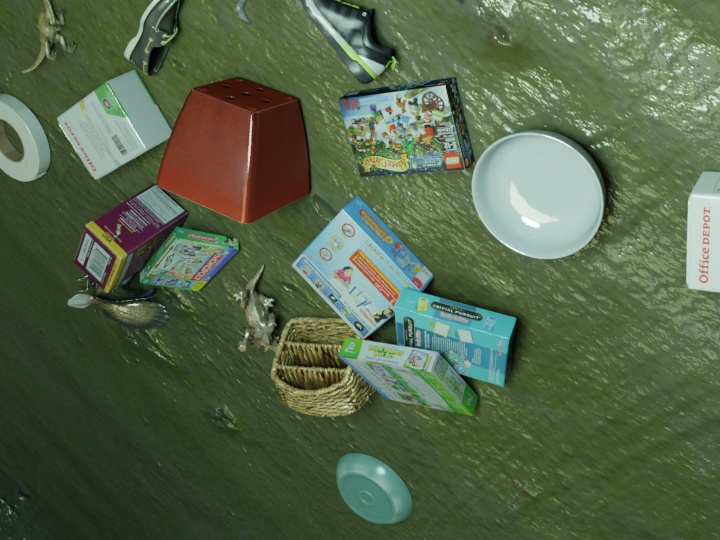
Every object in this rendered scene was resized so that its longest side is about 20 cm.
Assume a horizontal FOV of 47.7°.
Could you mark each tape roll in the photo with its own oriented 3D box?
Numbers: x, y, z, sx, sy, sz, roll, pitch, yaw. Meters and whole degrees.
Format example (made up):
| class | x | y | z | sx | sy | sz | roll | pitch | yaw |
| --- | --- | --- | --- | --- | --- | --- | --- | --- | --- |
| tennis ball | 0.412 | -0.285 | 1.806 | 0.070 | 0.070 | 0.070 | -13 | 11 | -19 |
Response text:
| class | x | y | z | sx | sy | sz | roll | pitch | yaw |
| --- | --- | --- | --- | --- | --- | --- | --- | --- | --- |
| tape roll | -0.790 | -0.300 | 1.854 | 0.202 | 0.037 | 0.204 | 18 | 129 | 24 |

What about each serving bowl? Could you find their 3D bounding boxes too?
| class | x | y | z | sx | sy | sz | roll | pitch | yaw |
| --- | --- | --- | --- | --- | --- | --- | --- | --- | --- |
| serving bowl | 0.267 | -0.119 | 1.194 | 0.199 | 0.066 | 0.201 | 18 | 128 | 25 |

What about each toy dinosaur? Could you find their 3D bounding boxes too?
| class | x | y | z | sx | sy | sz | roll | pitch | yaw |
| --- | --- | --- | --- | --- | --- | --- | --- | --- | --- |
| toy dinosaur | -0.214 | 0.089 | 1.683 | 0.085 | 0.136 | 0.201 | -8 | 95 | -3 |
| toy dinosaur | -0.617 | -0.463 | 1.618 | 0.101 | 0.058 | 0.201 | 43 | 129 | 24 |

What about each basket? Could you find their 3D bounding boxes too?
| class | x | y | z | sx | sy | sz | roll | pitch | yaw |
| --- | --- | --- | --- | --- | --- | --- | --- | --- | --- |
| basket | -0.082 | 0.189 | 1.604 | 0.199 | 0.143 | 0.150 | 1 | 121 | 35 |

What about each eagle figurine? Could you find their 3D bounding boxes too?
| class | x | y | z | sx | sy | sz | roll | pitch | yaw |
| --- | --- | --- | --- | --- | --- | --- | --- | --- | --- |
| eagle figurine | -0.553 | 0.058 | 1.870 | 0.200 | 0.152 | 0.151 | 37 | 114 | 16 |

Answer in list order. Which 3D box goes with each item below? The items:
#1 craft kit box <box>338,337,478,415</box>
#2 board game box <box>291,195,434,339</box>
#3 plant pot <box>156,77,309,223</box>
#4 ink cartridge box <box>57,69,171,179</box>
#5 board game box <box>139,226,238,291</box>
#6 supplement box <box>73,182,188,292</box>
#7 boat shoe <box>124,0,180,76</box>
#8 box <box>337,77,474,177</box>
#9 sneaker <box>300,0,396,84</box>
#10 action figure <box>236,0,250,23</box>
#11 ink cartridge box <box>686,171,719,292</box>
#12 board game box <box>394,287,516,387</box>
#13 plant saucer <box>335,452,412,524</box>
| class | x | y | z | sx | sy | sz | roll | pitch | yaw |
| --- | --- | --- | --- | --- | --- | --- | --- | --- | --- |
| craft kit box | 0.090 | 0.195 | 1.487 | 0.197 | 0.049 | 0.200 | 9 | 155 | 35 |
| board game box | 0.000 | 0.000 | 1.476 | 0.200 | 0.056 | 0.196 | 47 | 135 | 0 |
| plant pot | -0.206 | -0.219 | 1.391 | 0.199 | 0.200 | 0.177 | 23 | 120 | 21 |
| ink cartridge box | -0.487 | -0.285 | 1.612 | 0.199 | 0.084 | 0.145 | -17 | 108 | 41 |
| board game box | -0.355 | -0.020 | 1.677 | 0.200 | 0.134 | 0.029 | -39 | 50 | 45 |
| supplement box | -0.468 | -0.069 | 1.664 | 0.103 | 0.200 | 0.131 | 42 | 135 | 4 |
| boat shoe | -0.354 | -0.420 | 1.437 | 0.061 | 0.072 | 0.201 | 46 | 142 | -6 |
| box | 0.071 | -0.222 | 1.284 | 0.199 | 0.038 | 0.137 | 1 | 119 | 36 |
| sneaker | -0.018 | -0.378 | 1.239 | 0.083 | 0.072 | 0.200 | -36 | 92 | 11 |
| action figure | -0.151 | -0.466 | 1.186 | 0.199 | 0.105 | 0.194 | 29 | 92 | 25 |
| ink cartridge box | 0.530 | -0.044 | 1.041 | 0.199 | 0.084 | 0.145 | 7 | 123 | 31 |
| board game box | 0.161 | 0.115 | 1.399 | 0.199 | 0.047 | 0.151 | 16 | 144 | 17 |
| plant saucer | 0.021 | 0.498 | 1.818 | 0.199 | 0.036 | 0.201 | 19 | 129 | 25 |
